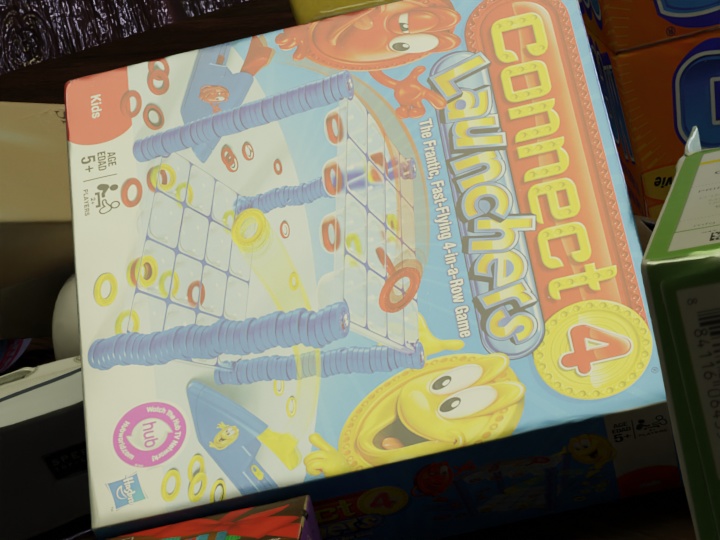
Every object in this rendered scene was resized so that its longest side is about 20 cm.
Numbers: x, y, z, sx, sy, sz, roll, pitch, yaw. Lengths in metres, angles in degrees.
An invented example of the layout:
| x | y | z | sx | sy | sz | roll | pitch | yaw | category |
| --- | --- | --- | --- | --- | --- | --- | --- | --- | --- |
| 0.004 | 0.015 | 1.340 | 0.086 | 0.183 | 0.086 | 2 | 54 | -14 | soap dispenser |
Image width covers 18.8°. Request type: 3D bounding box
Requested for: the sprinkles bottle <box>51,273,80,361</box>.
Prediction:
| x | y | z | sx | sy | sz | roll | pitch | yaw | category |
| --- | --- | --- | --- | --- | --- | --- | --- | --- | --- |
| -0.039 | 0.020 | 0.963 | 0.199 | 0.068 | 0.068 | -8 | 14 | 28 | sprinkles bottle |

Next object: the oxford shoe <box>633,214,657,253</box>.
| x | y | z | sx | sy | sz | roll | pitch | yaw | category |
| --- | --- | --- | --- | --- | --- | --- | --- | --- | --- |
| 0.086 | 0.012 | 0.856 | 0.084 | 0.073 | 0.200 | -4 | 16 | 24 | oxford shoe |

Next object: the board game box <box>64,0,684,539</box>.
| x | y | z | sx | sy | sz | roll | pitch | yaw | category |
| --- | --- | --- | --- | --- | --- | --- | --- | --- | --- |
| 0.000 | 0.000 | 0.770 | 0.195 | 0.056 | 0.201 | -13 | 53 | 5 | board game box |

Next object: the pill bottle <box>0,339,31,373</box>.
| x | y | z | sx | sy | sz | roll | pitch | yaw | category |
| --- | --- | --- | --- | --- | --- | --- | --- | --- | --- |
| -0.231 | 0.019 | 1.093 | 0.108 | 0.109 | 0.200 | -7 | 14 | 29 | pill bottle |

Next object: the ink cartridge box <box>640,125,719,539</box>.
| x | y | z | sx | sy | sz | roll | pitch | yaw | category |
| --- | --- | --- | --- | --- | --- | --- | --- | --- | --- |
| 0.136 | 0.017 | 0.698 | 0.059 | 0.104 | 0.200 | -10 | 12 | 15 | ink cartridge box |

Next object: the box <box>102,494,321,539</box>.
| x | y | z | sx | sy | sz | roll | pitch | yaw | category |
| --- | --- | --- | --- | --- | --- | --- | --- | --- | --- |
| -0.110 | 0.125 | 0.642 | 0.199 | 0.039 | 0.137 | -13 | 13 | 5 | box |

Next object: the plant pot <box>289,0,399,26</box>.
| x | y | z | sx | sy | sz | roll | pitch | yaw | category |
| --- | --- | --- | --- | --- | --- | --- | --- | --- | --- |
| 0.059 | -0.140 | 1.322 | 0.195 | 0.195 | 0.200 | -10 | 22 | 20 | plant pot |

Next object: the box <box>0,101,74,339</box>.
| x | y | z | sx | sy | sz | roll | pitch | yaw | category |
| --- | --- | --- | --- | --- | --- | --- | --- | --- | --- |
| -0.143 | -0.024 | 1.053 | 0.200 | 0.078 | 0.095 | -3 | 44 | -46 | box |

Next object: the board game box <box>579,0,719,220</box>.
| x | y | z | sx | sy | sz | roll | pitch | yaw | category |
| --- | --- | --- | --- | --- | --- | --- | --- | --- | --- |
| 0.214 | -0.145 | 1.106 | 0.199 | 0.201 | 0.200 | -14 | 12 | 3 | board game box |

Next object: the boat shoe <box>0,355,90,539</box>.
| x | y | z | sx | sy | sz | roll | pitch | yaw | category |
| --- | --- | --- | --- | --- | --- | --- | --- | --- | --- |
| -0.079 | 0.048 | 0.860 | 0.201 | 0.075 | 0.086 | -18 | 28 | 11 | boat shoe |
